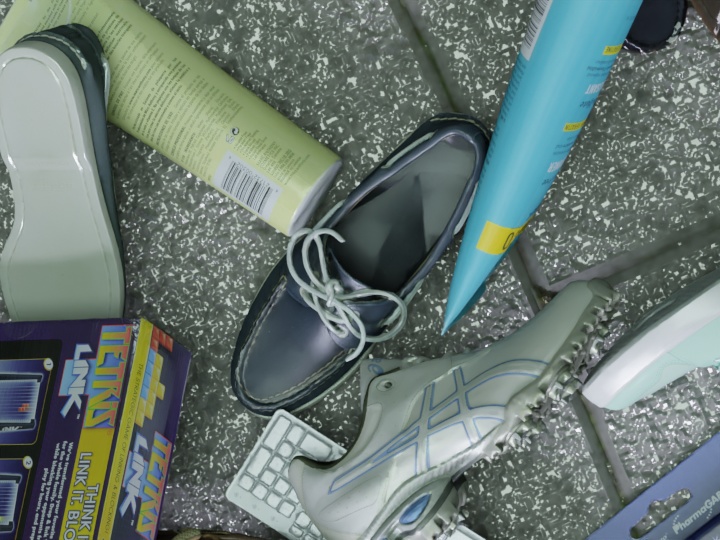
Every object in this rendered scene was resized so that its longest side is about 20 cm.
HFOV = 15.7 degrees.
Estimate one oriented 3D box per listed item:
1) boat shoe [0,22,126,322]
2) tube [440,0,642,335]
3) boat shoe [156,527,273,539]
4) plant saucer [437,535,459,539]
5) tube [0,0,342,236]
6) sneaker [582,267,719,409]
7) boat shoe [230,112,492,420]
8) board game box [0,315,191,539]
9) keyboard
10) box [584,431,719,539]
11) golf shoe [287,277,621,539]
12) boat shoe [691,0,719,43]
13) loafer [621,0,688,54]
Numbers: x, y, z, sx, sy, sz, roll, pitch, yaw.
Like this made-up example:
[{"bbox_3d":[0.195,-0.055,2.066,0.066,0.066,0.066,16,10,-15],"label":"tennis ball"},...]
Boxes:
[{"bbox_3d":[-0.151,-0.036,1.384,0.072,0.062,0.201,7,119,20],"label":"boat shoe"},{"bbox_3d":[0.086,-0.065,1.324,0.050,0.077,0.201,28,114,15],"label":"tube"},{"bbox_3d":[-0.094,0.158,1.356,0.201,0.075,0.075,6,51,8],"label":"boat shoe"},{"bbox_3d":[0.022,0.236,1.406,0.199,0.035,0.201,1,94,8],"label":"plant saucer"},{"bbox_3d":[-0.103,-0.095,1.391,0.200,0.052,0.058,34,65,7],"label":"tube"},{"bbox_3d":[0.221,0.048,1.348,0.200,0.074,0.119,-31,94,10],"label":"sneaker"},{"bbox_3d":[0.000,0.000,1.375,0.200,0.062,0.075,-45,88,8],"label":"boat shoe"},{"bbox_3d":[-0.185,0.126,1.345,0.165,0.057,0.201,-1,66,27],"label":"board game box"},{"bbox_3d":[0.026,0.149,1.376,0.200,0.011,0.056,33,96,4],"label":"keyboard"},{"bbox_3d":[0.212,0.198,1.383,0.121,0.032,0.200,-40,88,9],"label":"box"},{"bbox_3d":[0.045,0.065,1.340,0.097,0.078,0.200,43,89,13],"label":"golf shoe"},{"bbox_3d":[0.225,-0.130,1.310,0.072,0.076,0.201,-27,94,48],"label":"boat shoe"},{"bbox_3d":[0.117,-0.192,1.312,0.072,0.063,0.201,-26,115,-2],"label":"loafer"}]
